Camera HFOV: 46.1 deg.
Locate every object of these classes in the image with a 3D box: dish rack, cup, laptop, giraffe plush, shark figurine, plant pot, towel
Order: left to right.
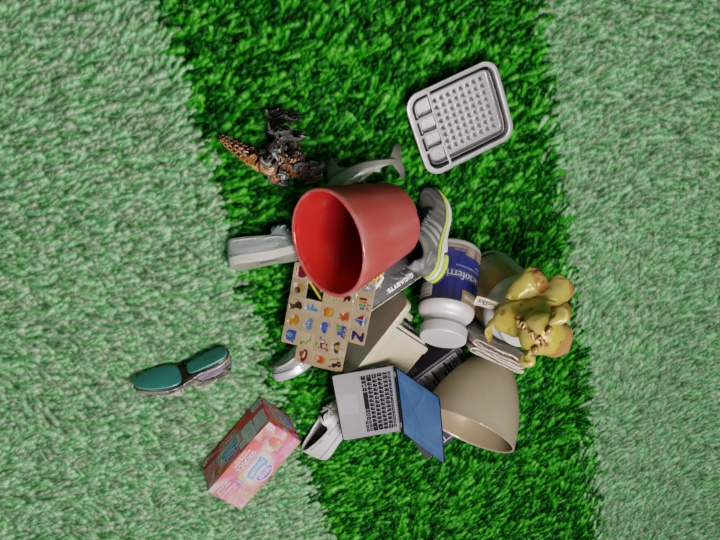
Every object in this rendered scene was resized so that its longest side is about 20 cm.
[{"bbox_3d":[-0.018,-0.189,1.618,0.214,0.090,0.128,-34,153,7],"label":"shark figurine"},{"bbox_3d":[0.001,-0.072,1.550,0.177,0.200,0.202,-21,122,-40],"label":"plant pot"},{"bbox_3d":[0.056,0.295,1.682,0.198,0.116,0.189,-9,126,-2],"label":"laptop"},{"bbox_3d":[0.190,-0.301,1.654,0.199,0.044,0.173,-26,117,-6],"label":"dish rack"},{"bbox_3d":[0.241,0.260,1.714,0.200,0.200,0.144,37,67,-28],"label":"cup"},{"bbox_3d":[0.265,0.147,1.747,0.132,0.200,0.035,26,101,-12],"label":"towel"},{"bbox_3d":[0.332,0.098,1.578,0.198,0.162,0.174,-2,113,-18],"label":"giraffe plush"}]

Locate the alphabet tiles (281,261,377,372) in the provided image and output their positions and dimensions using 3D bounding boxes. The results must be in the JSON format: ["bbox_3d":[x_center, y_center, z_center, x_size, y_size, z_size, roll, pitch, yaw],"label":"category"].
[{"bbox_3d":[-0.066,0.096,1.658,0.166,0.008,0.202,13,105,7],"label":"alphabet tiles"}]

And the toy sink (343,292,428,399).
[{"bbox_3d":[0.057,0.145,1.756,0.112,0.130,0.201,33,98,-28],"label":"toy sink"}]

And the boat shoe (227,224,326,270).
[{"bbox_3d":[-0.159,-0.053,1.623,0.199,0.070,0.072,-10,77,-6],"label":"boat shoe"}]

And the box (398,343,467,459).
[{"bbox_3d":[0.158,0.262,1.843,0.198,0.123,0.201,-35,118,-1],"label":"box"}]

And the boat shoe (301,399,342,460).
[{"bbox_3d":[-0.060,0.323,1.826,0.065,0.074,0.201,22,103,-30],"label":"boat shoe"}]

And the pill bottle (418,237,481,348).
[{"bbox_3d":[0.178,0.046,1.707,0.115,0.115,0.202,22,63,-25],"label":"pill bottle"}]

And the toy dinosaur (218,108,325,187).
[{"bbox_3d":[-0.155,-0.215,1.553,0.199,0.102,0.136,-4,133,-40],"label":"toy dinosaur"}]

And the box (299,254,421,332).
[{"bbox_3d":[0.000,0.000,1.684,0.199,0.049,0.160,-33,91,-2],"label":"box"}]

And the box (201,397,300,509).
[{"bbox_3d":[-0.231,0.384,1.779,0.094,0.103,0.200,38,96,-28],"label":"box"}]

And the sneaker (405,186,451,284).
[{"bbox_3d":[0.129,-0.079,1.662,0.080,0.202,0.074,18,151,-34],"label":"sneaker"}]

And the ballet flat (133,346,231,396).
[{"bbox_3d":[-0.349,0.216,1.688,0.199,0.072,0.073,-19,117,-8],"label":"ballet flat"}]

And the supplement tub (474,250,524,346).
[{"bbox_3d":[0.301,0.058,1.758,0.143,0.200,0.146,-7,115,-15],"label":"supplement tub"}]

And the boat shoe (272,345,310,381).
[{"bbox_3d":[-0.105,0.148,1.735,0.199,0.073,0.066,-36,111,-12],"label":"boat shoe"}]
